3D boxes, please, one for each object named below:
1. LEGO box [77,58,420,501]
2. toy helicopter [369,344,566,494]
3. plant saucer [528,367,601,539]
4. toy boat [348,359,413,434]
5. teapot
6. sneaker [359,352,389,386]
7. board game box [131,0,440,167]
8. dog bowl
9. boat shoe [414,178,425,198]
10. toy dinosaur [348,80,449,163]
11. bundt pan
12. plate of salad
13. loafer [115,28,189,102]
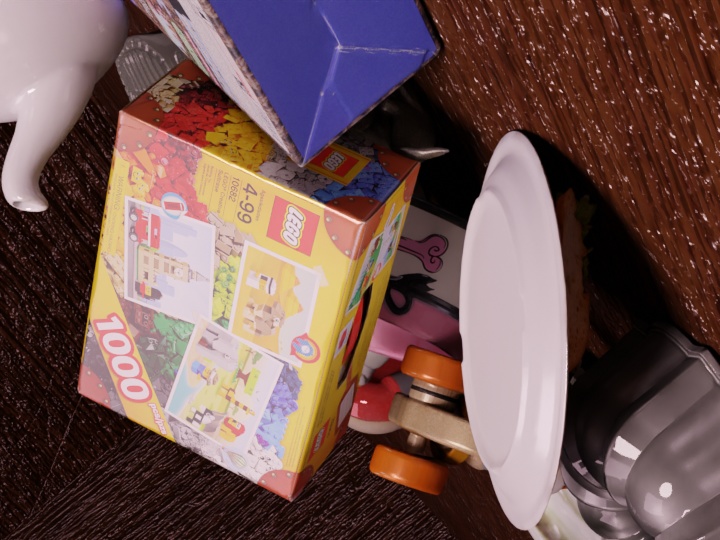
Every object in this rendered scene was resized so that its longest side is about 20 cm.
[{"bbox_3d":[-0.067,0.007,0.958,0.148,0.077,0.201,25,127,13],"label":"LEGO box"},{"bbox_3d":[0.082,0.105,1.073,0.131,0.079,0.200,17,177,4],"label":"toy helicopter"},{"bbox_3d":[0.148,0.127,1.125,0.200,0.050,0.201,52,157,32],"label":"plant saucer"},{"bbox_3d":[0.005,0.047,1.579,0.200,0.130,0.132,44,140,42],"label":"toy boat"},{"bbox_3d":[-0.245,-0.158,1.005,0.200,0.146,0.198,31,162,53],"label":"teapot"},{"bbox_3d":[0.005,0.002,1.472,0.076,0.092,0.201,35,-151,-43],"label":"sneaker"},{"bbox_3d":[-0.073,-0.178,0.874,0.200,0.097,0.160,45,171,39],"label":"board game box"},{"bbox_3d":[0.000,0.000,1.073,0.199,0.074,0.200,20,170,4],"label":"dog bowl"},{"bbox_3d":[-0.017,-0.090,1.131,0.074,0.060,0.200,45,171,37],"label":"boat shoe"},{"bbox_3d":[0.002,-0.097,0.995,0.199,0.077,0.102,15,162,46],"label":"toy dinosaur"},{"bbox_3d":[0.170,0.129,0.894,0.203,0.075,0.202,56,169,16],"label":"bundt pan"},{"bbox_3d":[0.087,0.030,0.874,0.200,0.048,0.202,178,90,-81],"label":"plate of salad"},{"bbox_3d":[-0.103,-0.143,1.170,0.199,0.069,0.076,-8,105,57],"label":"loafer"}]
